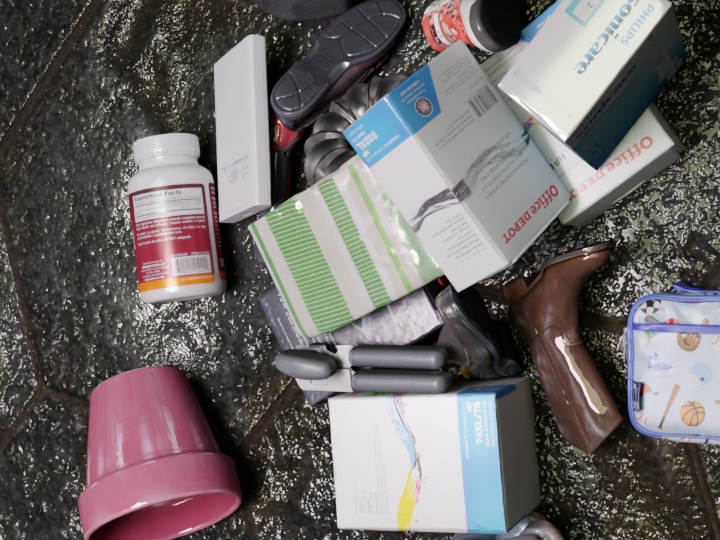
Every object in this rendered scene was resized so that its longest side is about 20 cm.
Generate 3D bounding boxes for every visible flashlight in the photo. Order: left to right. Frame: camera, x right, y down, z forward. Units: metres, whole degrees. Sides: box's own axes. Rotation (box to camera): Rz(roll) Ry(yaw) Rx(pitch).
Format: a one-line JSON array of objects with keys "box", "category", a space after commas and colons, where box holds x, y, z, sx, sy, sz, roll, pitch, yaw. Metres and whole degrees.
[{"box": [-0.098, -0.114, 1.318, 0.066, 0.068, 0.205, 0, 97, -17], "category": "flashlight"}]

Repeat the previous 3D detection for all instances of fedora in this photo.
[{"box": [-0.070, -0.357, 1.270, 0.198, 0.201, 0.093, 19, 132, 23], "category": "fedora"}]

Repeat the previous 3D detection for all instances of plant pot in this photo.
[{"box": [-0.262, 0.229, 1.339, 0.198, 0.199, 0.182, -27, 65, 22], "category": "plant pot"}]

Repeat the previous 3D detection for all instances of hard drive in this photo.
[{"box": [-0.146, -0.169, 1.309, 0.131, 0.026, 0.205, -14, 77, 62], "category": "hard drive"}]

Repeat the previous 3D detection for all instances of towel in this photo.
[{"box": [-0.016, -0.027, 1.134, 0.198, 0.023, 0.155, -28, 85, 28], "category": "towel"}]

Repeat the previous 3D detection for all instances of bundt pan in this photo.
[{"box": [0.017, -0.142, 1.197, 0.199, 0.076, 0.205, -20, 46, 22], "category": "bundt pan"}]

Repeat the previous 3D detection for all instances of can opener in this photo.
[{"box": [0.002, 0.110, 1.152, 0.196, 0.066, 0.054, -2, 102, 27], "category": "can opener"}]

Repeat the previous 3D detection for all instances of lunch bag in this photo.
[{"box": [0.366, 0.095, 1.100, 0.196, 0.075, 0.164, 1, 89, 24], "category": "lunch bag"}]

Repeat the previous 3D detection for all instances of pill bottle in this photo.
[{"box": [-0.235, -0.065, 1.353, 0.111, 0.113, 0.204, -9, 87, 24], "category": "pill bottle"}]

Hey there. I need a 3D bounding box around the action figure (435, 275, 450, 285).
[{"box": [0.000, 0.000, 1.168, 0.197, 0.051, 0.067, -10, 88, 27], "category": "action figure"}]

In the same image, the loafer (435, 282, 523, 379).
[{"box": [0.115, 0.076, 1.144, 0.071, 0.200, 0.074, -24, 56, 14], "category": "loafer"}]

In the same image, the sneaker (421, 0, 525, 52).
[{"box": [0.115, -0.263, 1.153, 0.107, 0.202, 0.068, -26, 112, 28], "category": "sneaker"}]

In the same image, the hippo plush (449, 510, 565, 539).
[{"box": [0.151, 0.365, 1.150, 0.158, 0.198, 0.164, -10, 95, 46], "category": "hippo plush"}]

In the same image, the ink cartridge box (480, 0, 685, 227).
[{"box": [0.232, -0.169, 1.150, 0.144, 0.084, 0.202, -37, 77, 20], "category": "ink cartridge box"}]

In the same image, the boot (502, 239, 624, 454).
[{"box": [0.241, 0.085, 1.130, 0.186, 0.063, 0.203, -42, 65, 62], "category": "boot"}]

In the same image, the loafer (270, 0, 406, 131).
[{"box": [-0.025, -0.243, 1.266, 0.200, 0.063, 0.072, -42, 70, -10], "category": "loafer"}]

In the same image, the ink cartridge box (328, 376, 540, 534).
[{"box": [0.084, 0.203, 1.191, 0.196, 0.146, 0.149, -5, 89, 24], "category": "ink cartridge box"}]

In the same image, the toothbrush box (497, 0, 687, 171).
[{"box": [0.223, -0.187, 1.000, 0.085, 0.199, 0.147, 41, 103, 16], "category": "toothbrush box"}]

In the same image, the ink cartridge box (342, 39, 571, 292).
[{"box": [0.100, -0.105, 1.074, 0.201, 0.145, 0.083, 53, 139, -5], "category": "ink cartridge box"}]

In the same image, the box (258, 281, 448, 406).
[{"box": [0.005, 0.045, 1.248, 0.198, 0.104, 0.150, -32, 78, 21], "category": "box"}]
